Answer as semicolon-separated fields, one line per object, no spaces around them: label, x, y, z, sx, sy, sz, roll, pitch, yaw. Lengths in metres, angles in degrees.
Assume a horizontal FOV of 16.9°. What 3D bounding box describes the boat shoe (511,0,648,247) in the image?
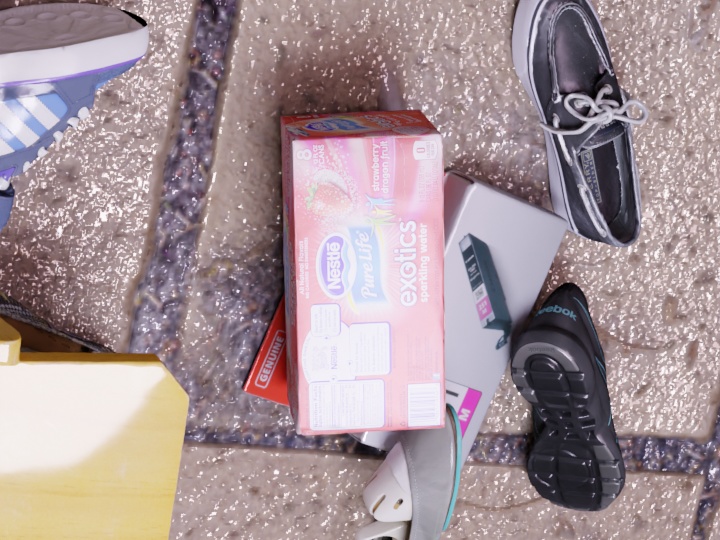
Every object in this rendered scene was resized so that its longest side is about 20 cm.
boat shoe;0.159;-0.108;1.699;0.073;0.068;0.200;-19;115;-23

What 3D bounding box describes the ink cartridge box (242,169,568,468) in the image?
ink cartridge box;0.034;0.025;1.689;0.173;0.044;0.201;20;96;-35

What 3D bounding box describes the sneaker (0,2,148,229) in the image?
sneaker;-0.221;-0.075;1.494;0.199;0.081;0.147;-18;123;-27

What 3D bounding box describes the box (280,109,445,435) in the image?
box;0.000;0.000;1.605;0.102;0.095;0.201;-3;104;-7

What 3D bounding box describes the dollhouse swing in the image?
dollhouse swing;-0.231;0.108;1.491;0.175;0.182;0.201;-6;114;-37

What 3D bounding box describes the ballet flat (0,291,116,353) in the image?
ballet flat;-0.221;0.055;1.538;0.200;0.072;0.072;23;94;-33

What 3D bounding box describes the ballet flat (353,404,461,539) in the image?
ballet flat;0.029;0.173;1.691;0.063;0.068;0.200;-6;134;-14

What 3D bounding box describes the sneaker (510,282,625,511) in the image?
sneaker;0.159;0.096;1.764;0.200;0.075;0.079;78;23;-44
